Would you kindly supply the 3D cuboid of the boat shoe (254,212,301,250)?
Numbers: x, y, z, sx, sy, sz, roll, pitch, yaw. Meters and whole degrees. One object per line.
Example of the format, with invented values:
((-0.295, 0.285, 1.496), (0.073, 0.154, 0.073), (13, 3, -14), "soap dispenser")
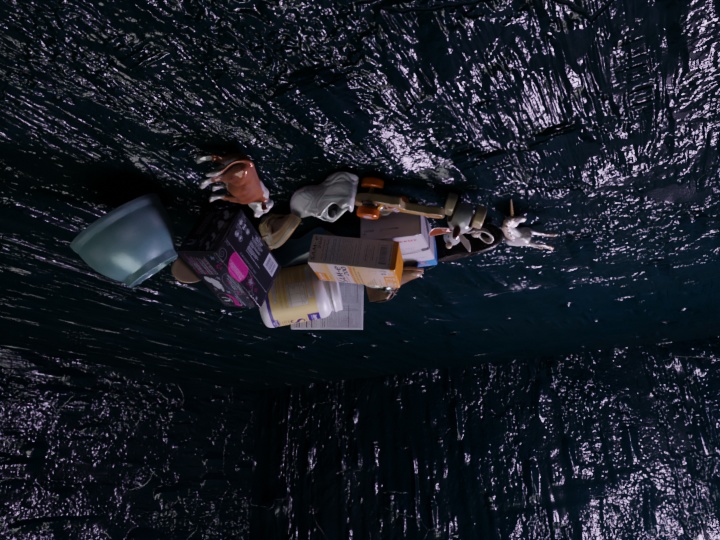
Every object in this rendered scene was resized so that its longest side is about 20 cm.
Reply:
((-0.202, -0.095, 1.182), (0.069, 0.074, 0.200), (43, 151, -16), "boat shoe")

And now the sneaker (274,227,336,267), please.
((-0.142, -0.048, 1.323), (0.200, 0.077, 0.081), (-14, 157, 35), "sneaker")

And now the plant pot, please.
((-0.471, -0.050, 1.078), (0.200, 0.134, 0.200), (-35, -173, 5), "plant pot")

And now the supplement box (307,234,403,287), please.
((-0.008, -0.020, 1.187), (0.199, 0.074, 0.126), (6, 161, 12), "supplement box")

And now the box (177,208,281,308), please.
((-0.290, -0.025, 1.167), (0.114, 0.132, 0.200), (2, 142, 26), "box")

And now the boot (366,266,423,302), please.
((0.089, 0.036, 1.330), (0.073, 0.076, 0.200), (12, 159, -36), "boot")

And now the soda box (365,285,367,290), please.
((0.042, 0.005, 1.471), (0.063, 0.071, 0.200), (-4, 159, 5), "soda box")

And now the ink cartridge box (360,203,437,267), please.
((0.096, -0.076, 1.245), (0.144, 0.085, 0.200), (-6, 159, 17), "ink cartridge box")

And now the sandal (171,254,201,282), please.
((-0.376, -0.032, 1.216), (0.069, 0.212, 0.078), (-11, 115, 38), "sandal")

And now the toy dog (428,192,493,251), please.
((0.221, -0.088, 1.172), (0.132, 0.097, 0.200), (16, 160, 27), "toy dog")

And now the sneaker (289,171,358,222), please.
((-0.085, -0.139, 1.081), (0.070, 0.081, 0.200), (16, 158, -40), "sneaker")

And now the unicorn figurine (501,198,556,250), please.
((0.393, -0.088, 1.241), (0.137, 0.074, 0.200), (10, 164, 0), "unicorn figurine")

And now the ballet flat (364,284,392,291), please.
((0.000, 0.000, 1.283), (0.199, 0.074, 0.074), (19, 167, 24), "ballet flat")

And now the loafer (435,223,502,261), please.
((0.267, -0.070, 1.311), (0.200, 0.073, 0.071), (-13, 169, 34), "loafer")

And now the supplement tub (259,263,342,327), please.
((-0.154, 0.059, 1.317), (0.199, 0.146, 0.145), (-10, 159, 0), "supplement tub")

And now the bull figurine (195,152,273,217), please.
((-0.242, -0.168, 1.016), (0.121, 0.065, 0.200), (-4, 158, -2), "bull figurine")

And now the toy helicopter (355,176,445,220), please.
((0.081, -0.134, 1.102), (0.199, 0.079, 0.132), (9, 175, -5), "toy helicopter")

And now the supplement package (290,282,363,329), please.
((-0.096, 0.085, 1.489), (0.199, 0.148, 0.191), (1, -178, -4), "supplement package")
